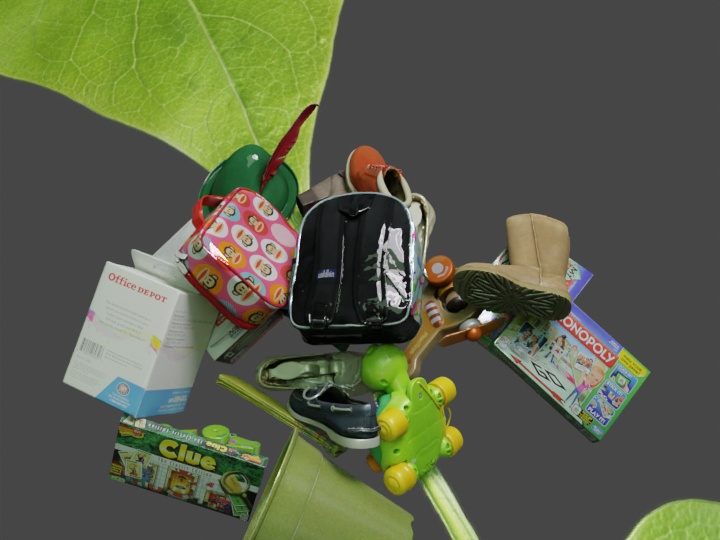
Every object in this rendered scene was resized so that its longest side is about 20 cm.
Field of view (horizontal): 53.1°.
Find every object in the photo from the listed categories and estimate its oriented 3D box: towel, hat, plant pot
[{"bbox_3d":[-0.108,0.203,1.015,0.199,0.086,0.018,29,84,14],"label":"towel"},{"bbox_3d":[-0.181,-0.171,1.139,0.165,0.176,0.200,29,68,13],"label":"hat"},{"bbox_3d":[-0.040,0.332,0.912,0.189,0.200,0.201,26,67,-2],"label":"plant pot"}]

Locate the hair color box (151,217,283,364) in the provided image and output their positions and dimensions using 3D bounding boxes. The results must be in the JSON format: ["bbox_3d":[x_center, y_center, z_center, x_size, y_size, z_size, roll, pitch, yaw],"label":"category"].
[{"bbox_3d":[-0.223,0.030,1.092,0.111,0.064,0.200,-42,69,4],"label":"hair color box"}]

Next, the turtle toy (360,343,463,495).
[{"bbox_3d":[0.054,0.194,0.977,0.145,0.101,0.201,-21,107,-44],"label":"turtle toy"}]

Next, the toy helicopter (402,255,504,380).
[{"bbox_3d":[0.117,0.086,1.047,0.132,0.079,0.200,32,79,35],"label":"toy helicopter"}]

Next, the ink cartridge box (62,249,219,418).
[{"bbox_3d":[-0.293,0.084,1.004,0.128,0.125,0.201,20,89,19],"label":"ink cartridge box"}]

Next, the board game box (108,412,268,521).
[{"bbox_3d":[-0.231,0.264,0.962,0.199,0.105,0.023,18,24,-2],"label":"board game box"}]

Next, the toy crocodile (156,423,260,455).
[{"bbox_3d":[-0.239,0.247,1.010,0.199,0.062,0.068,3,106,1],"label":"toy crocodile"}]

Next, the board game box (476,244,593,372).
[{"bbox_3d":[0.249,0.042,1.120,0.134,0.029,0.200,37,70,17],"label":"board game box"}]

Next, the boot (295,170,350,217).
[{"bbox_3d":[-0.010,-0.082,1.146,0.146,0.070,0.200,-15,57,-17],"label":"boot"}]

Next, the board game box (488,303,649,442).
[{"bbox_3d":[0.303,0.130,1.049,0.200,0.029,0.135,42,72,6],"label":"board game box"}]

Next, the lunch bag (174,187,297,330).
[{"bbox_3d":[-0.165,-0.030,1.003,0.176,0.082,0.200,44,28,-11],"label":"lunch bag"}]

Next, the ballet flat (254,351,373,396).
[{"bbox_3d":[-0.056,0.149,1.049,0.199,0.070,0.070,-3,64,-1],"label":"ballet flat"}]

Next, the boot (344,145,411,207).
[{"bbox_3d":[0.032,-0.136,1.097,0.075,0.107,0.201,-1,51,-20],"label":"boot"}]

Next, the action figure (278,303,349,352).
[{"bbox_3d":[-0.093,0.037,1.112,0.199,0.055,0.119,19,69,14],"label":"action figure"}]

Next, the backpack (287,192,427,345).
[{"bbox_3d":[0.000,0.000,0.973,0.177,0.151,0.201,-4,70,13],"label":"backpack"}]

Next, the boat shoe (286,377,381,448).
[{"bbox_3d":[-0.039,0.178,0.950,0.075,0.200,0.062,3,94,-27],"label":"boat shoe"}]

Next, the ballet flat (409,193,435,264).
[{"bbox_3d":[0.074,-0.032,1.127,0.069,0.070,0.201,10,65,5],"label":"ballet flat"}]

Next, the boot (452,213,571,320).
[{"bbox_3d":[0.224,-0.017,1.055,0.174,0.066,0.200,17,38,-2],"label":"boot"}]
